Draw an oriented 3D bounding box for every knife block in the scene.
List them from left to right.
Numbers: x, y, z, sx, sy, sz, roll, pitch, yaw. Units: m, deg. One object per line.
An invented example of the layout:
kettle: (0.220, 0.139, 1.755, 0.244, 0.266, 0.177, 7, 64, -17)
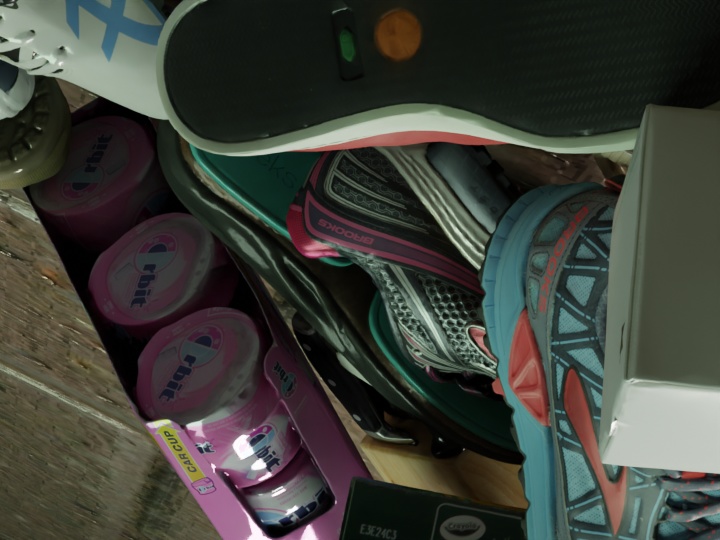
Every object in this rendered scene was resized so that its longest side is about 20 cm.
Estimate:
knife block: (0.045, 0.082, 1.253, 0.175, 0.201, 0.064, -1, -173, -40)

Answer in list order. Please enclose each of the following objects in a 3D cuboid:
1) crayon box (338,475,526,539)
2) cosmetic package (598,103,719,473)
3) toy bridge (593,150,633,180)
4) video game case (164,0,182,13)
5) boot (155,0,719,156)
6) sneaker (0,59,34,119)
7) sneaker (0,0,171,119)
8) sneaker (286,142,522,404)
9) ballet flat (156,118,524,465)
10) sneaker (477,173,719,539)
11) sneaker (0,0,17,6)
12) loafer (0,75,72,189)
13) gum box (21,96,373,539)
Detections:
crayon box: (0.062, 0.129, 1.164, 0.125, 0.052, 0.200, 10, 168, 7)
cosmetic package: (0.170, 0.015, 0.833, 0.199, 0.085, 0.108, 6, 165, 0)
toy bridge: (0.112, -0.038, 0.987, 0.067, 0.027, 0.200, 29, 166, 0)
video game case: (-0.114, -0.119, 1.112, 0.199, 0.018, 0.143, 12, 161, 45)
boot: (0.055, -0.072, 0.914, 0.199, 0.073, 0.144, -3, -177, 26)
sneaker: (-0.230, -0.079, 1.160, 0.199, 0.130, 0.079, 33, 176, 17)
sneaker: (-0.144, -0.101, 1.046, 0.199, 0.073, 0.072, 30, 164, -21)
sneaker: (0.057, 0.024, 1.092, 0.200, 0.075, 0.081, 48, -175, -7)
ballet flat: (0.000, 0.000, 1.144, 0.200, 0.068, 0.068, 45, 158, -9)
sneaker: (0.101, 0.067, 0.996, 0.095, 0.079, 0.201, -8, 102, 57)
sneaker: (-0.079, -0.116, 0.867, 0.076, 0.112, 0.200, 14, 162, 40)
loafer: (-0.200, -0.085, 1.233, 0.200, 0.076, 0.067, 34, 170, 24)
gum box: (-0.067, 0.027, 1.220, 0.114, 0.066, 0.200, 58, 180, -44)
